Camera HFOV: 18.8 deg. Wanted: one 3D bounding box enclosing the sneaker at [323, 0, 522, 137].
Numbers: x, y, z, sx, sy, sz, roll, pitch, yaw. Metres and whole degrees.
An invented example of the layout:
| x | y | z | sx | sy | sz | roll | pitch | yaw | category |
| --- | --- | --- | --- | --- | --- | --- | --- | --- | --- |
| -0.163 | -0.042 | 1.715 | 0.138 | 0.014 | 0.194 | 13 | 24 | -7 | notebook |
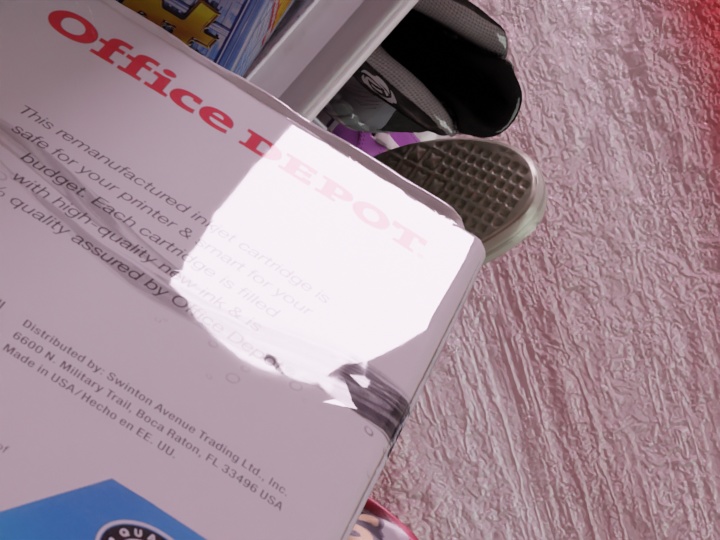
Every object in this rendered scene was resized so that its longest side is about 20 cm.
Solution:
| x | y | z | sx | sy | sz | roll | pitch | yaw | category |
| --- | --- | --- | --- | --- | --- | --- | --- | --- | --- |
| 0.028 | -0.081 | 0.917 | 0.075 | 0.115 | 0.200 | -56 | 151 | 4 | sneaker |

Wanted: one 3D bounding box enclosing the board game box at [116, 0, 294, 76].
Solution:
| x | y | z | sx | sy | sz | roll | pitch | yaw | category |
| --- | --- | --- | --- | --- | --- | --- | --- | --- | --- |
| -0.016 | -0.144 | 0.607 | 0.201 | 0.061 | 0.200 | -60 | 180 | -22 | board game box |

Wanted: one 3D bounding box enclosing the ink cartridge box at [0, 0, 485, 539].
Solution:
| x | y | z | sx | sy | sz | roll | pitch | yaw | category |
| --- | --- | --- | --- | --- | --- | --- | --- | --- | --- |
| -0.071 | 0.032 | 0.506 | 0.084 | 0.145 | 0.200 | -58 | 180 | 35 | ink cartridge box |

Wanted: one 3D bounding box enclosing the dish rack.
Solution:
| x | y | z | sx | sy | sz | roll | pitch | yaw | category |
| --- | --- | --- | --- | --- | --- | --- | --- | --- | --- |
| -0.028 | -0.074 | 0.744 | 0.200 | 0.043 | 0.172 | -49 | -166 | 0 | dish rack |

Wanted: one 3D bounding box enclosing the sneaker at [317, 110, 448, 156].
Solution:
| x | y | z | sx | sy | sz | roll | pitch | yaw | category |
| --- | --- | --- | --- | --- | --- | --- | --- | --- | --- |
| 0.003 | -0.012 | 1.059 | 0.201 | 0.073 | 0.114 | -55 | -147 | -12 | sneaker |

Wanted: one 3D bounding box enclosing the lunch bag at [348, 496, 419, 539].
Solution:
| x | y | z | sx | sy | sz | roll | pitch | yaw | category |
| --- | --- | --- | --- | --- | --- | --- | --- | --- | --- |
| -0.088 | 0.110 | 0.645 | 0.177 | 0.199 | 0.082 | -60 | -177 | 44 | lunch bag |

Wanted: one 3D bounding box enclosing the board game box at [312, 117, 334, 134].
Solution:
| x | y | z | sx | sy | sz | roll | pitch | yaw | category |
| --- | --- | --- | --- | --- | --- | --- | --- | --- | --- |
| -0.079 | 0.019 | 0.872 | 0.201 | 0.035 | 0.126 | -55 | 141 | -4 | board game box |

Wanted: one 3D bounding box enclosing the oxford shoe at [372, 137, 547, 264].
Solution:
| x | y | z | sx | sy | sz | roll | pitch | yaw | category |
| --- | --- | --- | --- | --- | --- | --- | --- | --- | --- |
| 0.000 | 0.000 | 0.952 | 0.199 | 0.058 | 0.076 | -25 | -135 | 28 | oxford shoe |
